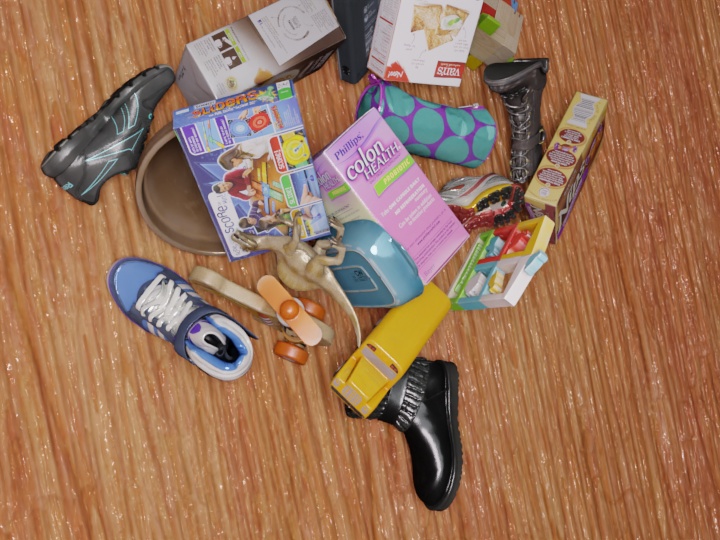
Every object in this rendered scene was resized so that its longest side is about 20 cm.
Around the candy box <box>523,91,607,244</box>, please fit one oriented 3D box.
[{"bbox_3d":[0.317,-0.157,1.080,0.056,0.117,0.203,21,71,23],"label":"candy box"}]

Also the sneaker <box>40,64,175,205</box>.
[{"bbox_3d":[-0.293,-0.169,0.853,0.201,0.075,0.079,-49,117,-13],"label":"sneaker"}]

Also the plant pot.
[{"bbox_3d":[-0.174,-0.123,0.856,0.196,0.203,0.094,4,42,-23],"label":"plant pot"}]

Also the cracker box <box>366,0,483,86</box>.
[{"bbox_3d":[0.096,-0.358,0.942,0.131,0.058,0.204,-5,124,-30],"label":"cracker box"}]

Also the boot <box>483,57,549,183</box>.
[{"bbox_3d":[0.237,-0.215,1.023,0.199,0.068,0.178,-29,121,-52],"label":"boot"}]

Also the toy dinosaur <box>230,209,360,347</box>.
[{"bbox_3d":[-0.053,-0.009,0.825,0.198,0.102,0.058,37,30,-2],"label":"toy dinosaur"}]

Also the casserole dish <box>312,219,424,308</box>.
[{"bbox_3d":[0.000,0.000,0.882,0.039,0.199,0.122,-45,108,-24],"label":"casserole dish"}]

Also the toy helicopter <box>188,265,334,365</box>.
[{"bbox_3d":[-0.119,0.047,0.864,0.197,0.132,0.080,28,75,-18],"label":"toy helicopter"}]

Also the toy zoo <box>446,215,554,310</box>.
[{"bbox_3d":[0.195,-0.007,0.969,0.020,0.199,0.133,35,72,-16],"label":"toy zoo"}]

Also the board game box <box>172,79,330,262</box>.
[{"bbox_3d":[-0.117,-0.106,0.798,0.132,0.202,0.035,-15,46,-3],"label":"board game box"}]

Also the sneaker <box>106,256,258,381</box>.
[{"bbox_3d":[-0.206,0.052,0.817,0.200,0.146,0.081,44,70,-14],"label":"sneaker"}]

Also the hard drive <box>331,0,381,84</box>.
[{"bbox_3d":[0.011,-0.372,0.929,0.032,0.202,0.140,26,61,20],"label":"hard drive"}]

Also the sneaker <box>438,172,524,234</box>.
[{"bbox_3d":[0.137,-0.088,1.027,0.196,0.083,0.079,-17,126,-10],"label":"sneaker"}]

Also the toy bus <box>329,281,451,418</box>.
[{"bbox_3d":[0.041,0.094,0.888,0.065,0.079,0.200,42,42,2],"label":"toy bus"}]

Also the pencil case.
[{"bbox_3d":[0.094,-0.212,1.008,0.196,0.085,0.095,9,97,-23],"label":"pencil case"}]

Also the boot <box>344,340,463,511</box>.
[{"bbox_3d":[0.054,0.210,0.947,0.155,0.079,0.216,13,65,-27],"label":"boot"}]

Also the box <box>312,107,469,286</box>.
[{"bbox_3d":[0.012,-0.077,0.907,0.097,0.175,0.201,-44,101,-23],"label":"box"}]

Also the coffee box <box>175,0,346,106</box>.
[{"bbox_3d":[-0.130,-0.274,0.901,0.198,0.114,0.081,-34,97,-22],"label":"coffee box"}]

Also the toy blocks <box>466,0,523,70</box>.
[{"bbox_3d":[0.176,-0.409,1.068,0.197,0.100,0.139,26,64,-20],"label":"toy blocks"}]
